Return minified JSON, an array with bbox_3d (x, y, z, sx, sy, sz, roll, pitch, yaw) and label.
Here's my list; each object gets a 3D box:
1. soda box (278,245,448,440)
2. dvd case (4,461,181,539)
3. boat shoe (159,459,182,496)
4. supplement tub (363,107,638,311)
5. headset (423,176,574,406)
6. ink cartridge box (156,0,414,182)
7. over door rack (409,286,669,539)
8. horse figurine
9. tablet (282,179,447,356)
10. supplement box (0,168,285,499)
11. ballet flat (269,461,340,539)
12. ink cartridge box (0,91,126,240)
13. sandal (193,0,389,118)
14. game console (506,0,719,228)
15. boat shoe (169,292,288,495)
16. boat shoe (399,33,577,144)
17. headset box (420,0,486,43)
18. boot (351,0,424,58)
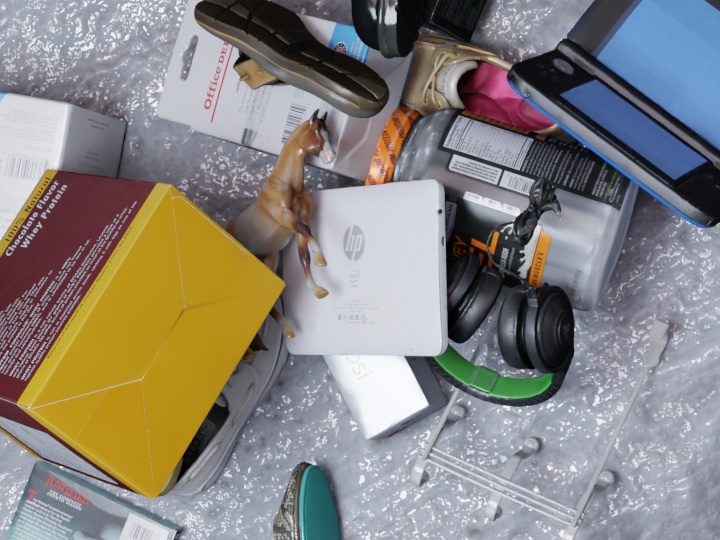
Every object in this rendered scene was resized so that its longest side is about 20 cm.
[{"bbox_3d":[-0.006,0.036,1.681,0.063,0.068,0.201,-30,80,13],"label":"soda box"},{"bbox_3d":[-0.253,0.285,1.762,0.145,0.022,0.201,22,95,15],"label":"dvd case"},{"bbox_3d":[-0.231,0.122,1.711,0.199,0.066,0.074,27,97,39],"label":"boat shoe"},{"bbox_3d":[0.109,-0.053,1.606,0.199,0.123,0.123,18,92,12],"label":"supplement tub"},{"bbox_3d":[0.110,0.021,1.548,0.123,0.201,0.094,21,54,10],"label":"headset"},{"bbox_3d":[-0.064,-0.153,1.688,0.199,0.068,0.117,18,92,36],"label":"ink cartridge box"},{"bbox_3d":[0.146,0.111,1.645,0.147,0.067,0.201,23,80,15],"label":"over door rack"},{"bbox_3d":[-0.069,-0.016,1.617,0.200,0.050,0.133,-53,46,45],"label":"horse figurine"},{"bbox_3d":[0.000,0.000,1.580,0.199,0.014,0.131,-2,88,52],"label":"tablet"},{"bbox_3d":[-0.202,0.043,1.580,0.199,0.133,0.198,9,63,53],"label":"supplement box"},{"bbox_3d":[-0.041,0.262,1.688,0.075,0.068,0.201,-22,84,29],"label":"ballet flat"},{"bbox_3d":[-0.295,-0.045,1.733,0.128,0.125,0.202,11,91,16],"label":"ink cartridge box"},{"bbox_3d":[-0.060,-0.161,1.611,0.199,0.082,0.055,33,122,28],"label":"sandal"},{"bbox_3d":[0.242,-0.147,1.591,0.200,0.171,0.119,38,116,14],"label":"game console"},{"bbox_3d":[-0.121,0.095,1.711,0.072,0.066,0.201,31,96,14],"label":"boat shoe"},{"bbox_3d":[0.085,-0.151,1.664,0.199,0.069,0.074,16,92,16],"label":"boat shoe"},{"bbox_3d":[0.022,-0.305,1.666,0.199,0.093,0.175,25,95,24],"label":"headset box"},{"bbox_3d":[-0.032,-0.256,1.587,0.157,0.079,0.213,-6,71,16],"label":"boot"}]
